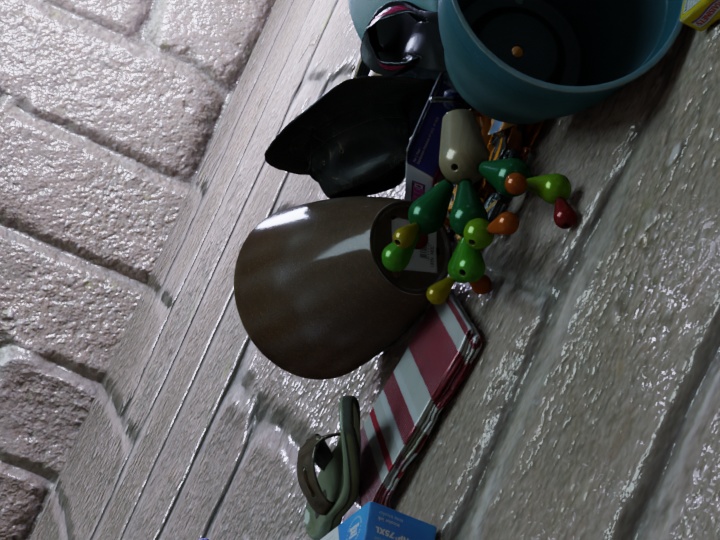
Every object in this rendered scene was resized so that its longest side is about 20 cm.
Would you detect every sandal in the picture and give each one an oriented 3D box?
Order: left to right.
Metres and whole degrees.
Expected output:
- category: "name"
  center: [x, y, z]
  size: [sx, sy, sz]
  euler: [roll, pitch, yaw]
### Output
- category: "sandal"
  center: [-0.036, 0.197, 1.348]
  size: [0.201, 0.057, 0.080]
  euler: [110, 165, -45]
- category: "sandal"
  center: [0.041, -0.228, 1.382]
  size: [0.200, 0.045, 0.075]
  euler: [-162, 70, -63]

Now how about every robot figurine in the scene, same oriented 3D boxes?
- category: "robot figurine"
  center: [0.125, -0.117, 1.367]
  size: [0.200, 0.058, 0.145]
  euler: [-68, 13, -10]

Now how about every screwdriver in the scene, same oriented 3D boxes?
- category: "screwdriver"
  center: [0.077, -0.156, 1.284]
  size: [0.200, 0.029, 0.028]
  euler: [-22, -67, -72]

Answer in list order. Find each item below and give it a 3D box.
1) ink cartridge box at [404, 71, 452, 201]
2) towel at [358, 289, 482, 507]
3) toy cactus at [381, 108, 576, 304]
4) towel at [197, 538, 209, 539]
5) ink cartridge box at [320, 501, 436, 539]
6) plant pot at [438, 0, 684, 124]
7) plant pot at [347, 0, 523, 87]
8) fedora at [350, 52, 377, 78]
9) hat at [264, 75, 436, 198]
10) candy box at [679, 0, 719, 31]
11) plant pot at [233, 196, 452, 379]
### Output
- category: "ink cartridge box"
  center: [0.076, -0.121, 1.442]
  size: [0.200, 0.037, 0.095]
  euler: [80, -148, -72]
- category: "towel"
  center: [0.049, 0.122, 1.329]
  size: [0.200, 0.023, 0.144]
  euler: [-61, 15, 11]
- category: "toy cactus"
  center: [0.104, -0.065, 1.261]
  size: [0.200, 0.102, 0.165]
  euler: [-29, 55, 43]
- category: "towel"
  center: [-0.228, 0.427, 1.739]
  size: [0.200, 0.049, 0.148]
  euler: [-45, 32, 50]
- category: "ink cartridge box"
  center: [-0.005, 0.304, 1.144]
  size: [0.116, 0.067, 0.200]
  euler: [-47, 24, 48]
- category: "plant pot"
  center: [0.154, -0.215, 1.208]
  size: [0.188, 0.200, 0.200]
  euler: [119, 172, -75]
- category: "plant pot"
  center: [0.103, -0.299, 1.495]
  size: [0.196, 0.196, 0.200]
  euler: [136, 139, -53]
- category: "fedora"
  center: [0.046, -0.262, 1.800]
  size: [0.201, 0.082, 0.201]
  euler: [-160, 90, -78]
- category: "hat"
  center: [0.003, -0.120, 1.446]
  size: [0.201, 0.200, 0.081]
  euler: [-45, 58, 52]
- category: "candy box"
  center: [0.304, -0.291, 1.105]
  size: [0.102, 0.026, 0.200]
  euler: [-42, 27, 60]
- category: "plant pot"
  center: [0.000, 0.000, 1.407]
  size: [0.200, 0.187, 0.187]
  euler: [-25, 42, 56]
